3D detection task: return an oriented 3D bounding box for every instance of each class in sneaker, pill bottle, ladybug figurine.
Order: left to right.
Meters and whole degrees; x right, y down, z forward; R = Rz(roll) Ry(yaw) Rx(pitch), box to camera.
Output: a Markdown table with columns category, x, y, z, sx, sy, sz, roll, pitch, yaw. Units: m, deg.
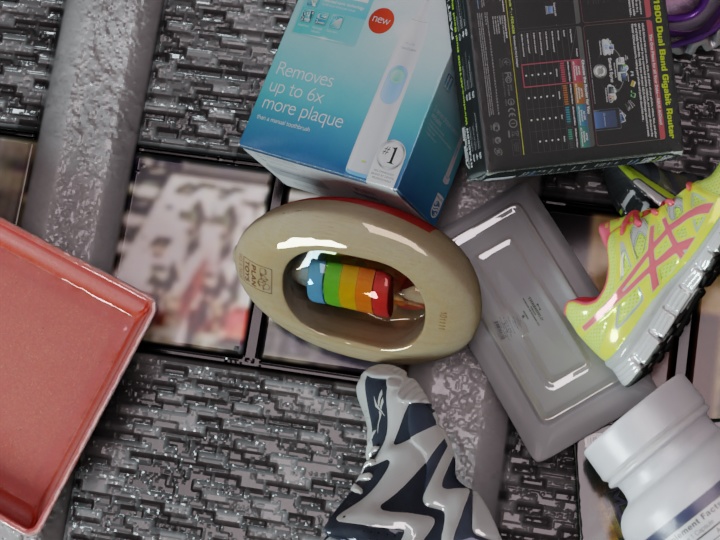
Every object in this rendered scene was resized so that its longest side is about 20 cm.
| category | x | y | z | sx | sy | sz | roll | pitch | yaw |
| --- | --- | --- | --- | --- | --- | --- | --- | --- | --- |
| ladybug figurine | 0.000 | 0.000 | 1.158 | 0.197 | 0.137 | 0.072 | 15 | 42 | 13 |
| sneaker | 0.007 | 0.161 | 1.103 | 0.128 | 0.080 | 0.200 | -21 | 55 | -11 |
| sneaker | 0.196 | -0.196 | 1.189 | 0.198 | 0.088 | 0.081 | -18 | 78 | 3 |
| sneaker | 0.214 | -0.021 | 1.094 | 0.090 | 0.078 | 0.201 | 37 | 102 | 18 |
| pill bottle | 0.249 | 0.176 | 1.056 | 0.119 | 0.120 | 0.201 | -37 | 77 | -3 |
| sneaker | 0.276 | -0.043 | 1.164 | 0.198 | 0.074 | 0.082 | 29 | 72 | 6 |

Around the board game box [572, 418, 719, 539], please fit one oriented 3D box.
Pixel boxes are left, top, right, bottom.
| category | x | y | z | sx | sy | sz | roll | pitch | yaw |
| --- | --- | --- | --- | --- | --- | --- | --- | --- | --- |
| board game box | 0.257 | 0.177 | 1.131 | 0.197 | 0.028 | 0.137 | -3 | 78 | 5 |

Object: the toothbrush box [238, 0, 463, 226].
| category | x | y | z | sx | sy | sz | roll | pitch | yaw |
| --- | --- | --- | --- | --- | --- | --- | --- | --- | --- |
| toothbrush box | 0.018 | -0.154 | 1.184 | 0.145 | 0.085 | 0.202 | 18 | 79 | 28 |

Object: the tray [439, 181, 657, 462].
| category | x | y | z | sx | sy | sz | roll | pitch | yaw |
| --- | --- | --- | --- | --- | --- | --- | --- | --- | --- |
| tray | 0.129 | 0.033 | 1.165 | 0.107 | 0.022 | 0.201 | -29 | 67 | 0 |

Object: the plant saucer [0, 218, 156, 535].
| category | x | y | z | sx | sy | sz | roll | pitch | yaw |
| --- | --- | --- | --- | --- | --- | --- | --- | --- | --- |
| plant saucer | -0.282 | 0.072 | 1.202 | 0.198 | 0.037 | 0.202 | 26 | 83 | 11 |

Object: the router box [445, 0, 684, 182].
| category | x | y | z | sx | sy | sz | roll | pitch | yaw |
| --- | --- | --- | --- | --- | --- | --- | --- | --- | --- |
| router box | 0.141 | -0.171 | 1.103 | 0.148 | 0.062 | 0.203 | -6 | 89 | -10 |
